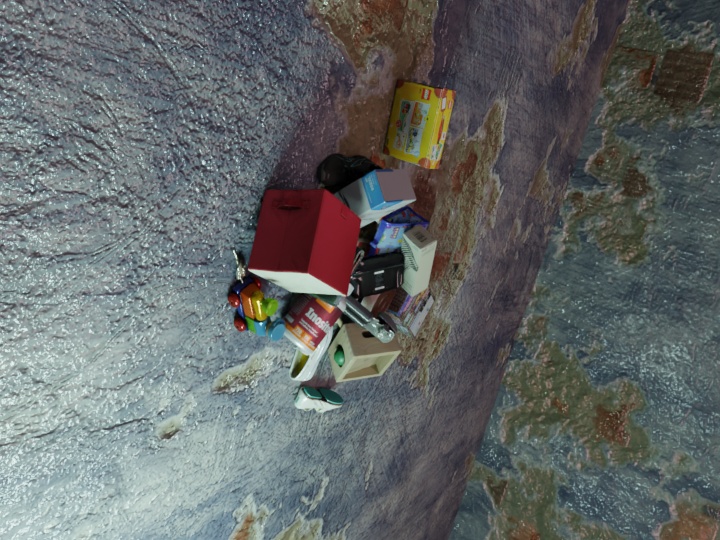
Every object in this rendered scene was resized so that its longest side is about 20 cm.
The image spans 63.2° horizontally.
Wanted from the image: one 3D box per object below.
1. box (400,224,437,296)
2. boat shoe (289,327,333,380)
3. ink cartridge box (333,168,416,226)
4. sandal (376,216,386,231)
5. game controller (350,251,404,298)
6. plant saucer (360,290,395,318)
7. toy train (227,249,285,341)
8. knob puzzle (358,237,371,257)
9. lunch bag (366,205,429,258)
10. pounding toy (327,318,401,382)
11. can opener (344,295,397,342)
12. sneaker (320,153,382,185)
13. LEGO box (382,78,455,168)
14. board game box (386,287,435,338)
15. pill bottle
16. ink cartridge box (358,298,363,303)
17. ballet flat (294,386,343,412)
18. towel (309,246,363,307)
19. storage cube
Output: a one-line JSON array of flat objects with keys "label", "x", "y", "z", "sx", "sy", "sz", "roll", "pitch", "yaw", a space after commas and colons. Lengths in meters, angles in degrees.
[{"label": "box", "x": 0.159, "y": -0.026, "z": 1.682, "sx": 0.067, "sy": 0.082, "sz": 0.203, "roll": -28, "pitch": 144, "yaw": -26}, {"label": "boat shoe", "x": -0.143, "y": 0.201, "z": 1.555, "sx": 0.085, "sy": 0.074, "sz": 0.206, "roll": 6, "pitch": 113, "yaw": -55}, {"label": "ink cartridge box", "x": 0.015, "y": -0.170, "z": 1.437, "sx": 0.143, "sy": 0.197, "sz": 0.086, "roll": -15, "pitch": 83, "yaw": -52}, {"label": "sandal", "x": 0.052, "y": -0.170, "z": 1.639, "sx": 0.080, "sy": 0.058, "sz": 0.209, "roll": -52, "pitch": 167, "yaw": -29}, {"label": "game controller", "x": 0.046, "y": 0.013, "z": 1.616, "sx": 0.196, "sy": 0.042, "sz": 0.108, "roll": -12, "pitch": 113, "yaw": -37}, {"label": "plant saucer", "x": 0.053, "y": 0.091, "z": 1.721, "sx": 0.201, "sy": 0.034, "sz": 0.202, "roll": -50, "pitch": 160, "yaw": -25}, {"label": "toy train", "x": -0.228, "y": 0.059, "z": 1.283, "sx": 0.084, "sy": 0.114, "sz": 0.205, "roll": -39, "pitch": 139, "yaw": -37}, {"label": "knob puzzle", "x": 0.000, "y": 0.000, "z": 1.683, "sx": 0.218, "sy": 0.030, "sz": 0.225, "roll": -35, "pitch": 136, "yaw": -43}, {"label": "lunch bag", "x": 0.090, "y": -0.084, "z": 1.674, "sx": 0.198, "sy": 0.093, "sz": 0.153, "roll": -20, "pitch": 141, "yaw": -53}, {"label": "pounding toy", "x": -0.011, "y": 0.203, "z": 1.649, "sx": 0.194, "sy": 0.145, "sz": 0.185, "roll": -3, "pitch": 147, "yaw": -27}, {"label": "can opener", "x": 0.015, "y": 0.117, "z": 1.576, "sx": 0.053, "sy": 0.199, "sz": 0.067, "roll": -42, "pitch": -170, "yaw": 43}, {"label": "sneaker", "x": -0.020, "y": -0.248, "z": 1.453, "sx": 0.198, "sy": 0.078, "sz": 0.078, "roll": -24, "pitch": 128, "yaw": -48}, {"label": "LEGO box", "x": 0.156, "y": -0.393, "z": 1.568, "sx": 0.076, "sy": 0.146, "sz": 0.206, "roll": -11, "pitch": 119, "yaw": -53}, {"label": "board game box", "x": 0.149, "y": 0.098, "z": 1.911, "sx": 0.162, "sy": 0.095, "sz": 0.201, "roll": -58, "pitch": 147, "yaw": -16}, {"label": "pill bottle", "x": -0.107, "y": 0.098, "z": 1.470, "sx": 0.202, "sy": 0.112, "sz": 0.113, "roll": -53, "pitch": 147, "yaw": -6}, {"label": "ink cartridge box", "x": 0.041, "y": 0.063, "z": 1.757, "sx": 0.200, "sy": 0.039, "sz": 0.101, "roll": -48, "pitch": 159, "yaw": -28}, {"label": "ballet flat", "x": -0.126, "y": 0.380, "z": 1.703, "sx": 0.199, "sy": 0.068, "sz": 0.071, "roll": 27, "pitch": 87, "yaw": -55}, {"label": "towel", "x": -0.079, "y": -0.004, "z": 1.404, "sx": 0.021, "sy": 0.198, "sz": 0.150, "roll": 30, "pitch": 84, "yaw": -36}, {"label": "storage cube", "x": -0.117, "y": -0.058, "z": 1.288, "sx": 0.199, "sy": 0.166, "sz": 0.186, "roll": 35, "pitch": 63, "yaw": -57}]
